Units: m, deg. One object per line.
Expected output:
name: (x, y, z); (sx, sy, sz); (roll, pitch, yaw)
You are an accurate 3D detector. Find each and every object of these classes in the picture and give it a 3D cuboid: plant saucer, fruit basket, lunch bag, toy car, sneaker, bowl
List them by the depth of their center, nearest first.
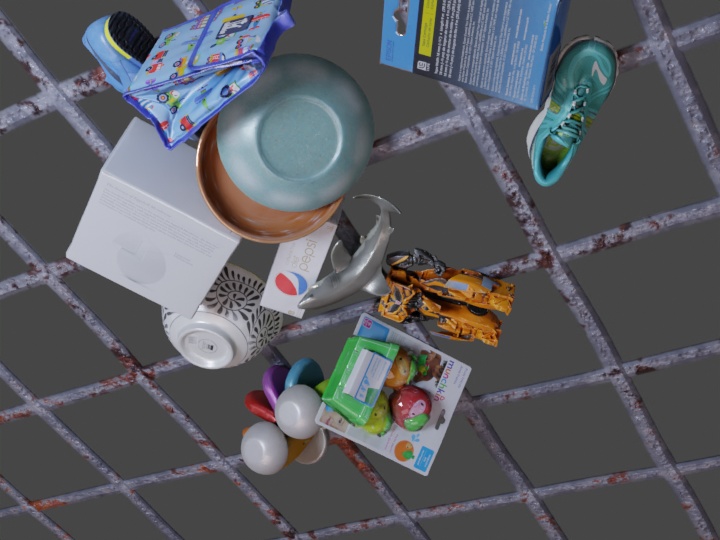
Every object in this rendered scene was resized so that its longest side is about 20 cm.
lunch bag: (-0.158, -0.251, 1.212); (0.200, 0.151, 0.094); (-21, 124, 29)
sneaker: (0.253, -0.185, 1.225); (0.077, 0.080, 0.200); (14, 133, 0)
plant saucer: (-0.077, -0.167, 1.279); (0.201, 0.039, 0.201); (-3, 107, -11)
sneaker: (-0.270, -0.240, 1.314); (0.078, 0.066, 0.200); (-17, 126, 41)
plant saucer: (-0.113, -0.136, 1.326); (0.200, 0.037, 0.201); (-3, 102, -12)
fruit basket: (0.054, 0.187, 1.556); (0.200, 0.185, 0.094); (27, 166, -8)
bowl: (-0.225, 0.088, 1.578); (0.200, 0.094, 0.201); (6, 132, 7)
toy car: (-0.111, 0.223, 1.647); (0.200, 0.175, 0.150); (-48, 66, 21)

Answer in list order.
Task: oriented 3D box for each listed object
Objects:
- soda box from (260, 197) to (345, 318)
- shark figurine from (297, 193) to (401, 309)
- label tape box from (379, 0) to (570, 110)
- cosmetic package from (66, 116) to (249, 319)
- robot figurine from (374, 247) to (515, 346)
soda box: (-0.084, -0.024, 1.463); (0.068, 0.064, 0.200); (19, 134, -4)
shark figurine: (0.018, -0.014, 1.414); (0.128, 0.090, 0.215); (-3, 136, -49)
label tape box: (0.129, -0.282, 1.169); (0.200, 0.063, 0.144); (21, 136, 16)
cosmetic package: (-0.269, -0.069, 1.415); (0.199, 0.123, 0.200); (28, 138, -11)
robot figurine: (0.114, 0.041, 1.480); (0.200, 0.058, 0.145); (13, 132, 1)
